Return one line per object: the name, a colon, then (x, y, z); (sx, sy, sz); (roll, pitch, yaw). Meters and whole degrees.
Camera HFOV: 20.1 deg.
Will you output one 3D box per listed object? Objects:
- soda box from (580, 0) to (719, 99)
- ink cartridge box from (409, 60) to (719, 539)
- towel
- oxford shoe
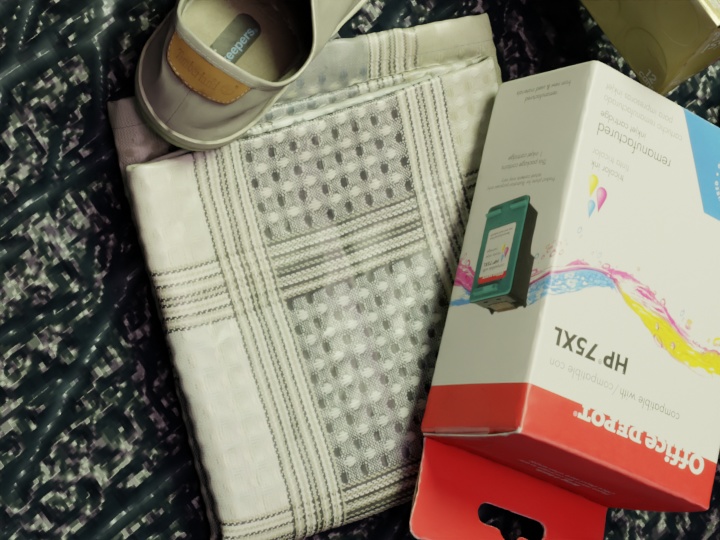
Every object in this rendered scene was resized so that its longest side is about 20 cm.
soda box: (0.101, -0.177, 0.866); (0.064, 0.068, 0.201); (-30, 79, -25)
ink cartridge box: (0.099, 0.029, 0.862); (0.115, 0.067, 0.202); (22, 73, -33)
towel: (0.000, 0.000, 0.859); (0.191, 0.034, 0.202); (-16, 94, -27)
oxford shoe: (-0.023, -0.132, 0.829); (0.075, 0.058, 0.201); (35, 59, -6)
